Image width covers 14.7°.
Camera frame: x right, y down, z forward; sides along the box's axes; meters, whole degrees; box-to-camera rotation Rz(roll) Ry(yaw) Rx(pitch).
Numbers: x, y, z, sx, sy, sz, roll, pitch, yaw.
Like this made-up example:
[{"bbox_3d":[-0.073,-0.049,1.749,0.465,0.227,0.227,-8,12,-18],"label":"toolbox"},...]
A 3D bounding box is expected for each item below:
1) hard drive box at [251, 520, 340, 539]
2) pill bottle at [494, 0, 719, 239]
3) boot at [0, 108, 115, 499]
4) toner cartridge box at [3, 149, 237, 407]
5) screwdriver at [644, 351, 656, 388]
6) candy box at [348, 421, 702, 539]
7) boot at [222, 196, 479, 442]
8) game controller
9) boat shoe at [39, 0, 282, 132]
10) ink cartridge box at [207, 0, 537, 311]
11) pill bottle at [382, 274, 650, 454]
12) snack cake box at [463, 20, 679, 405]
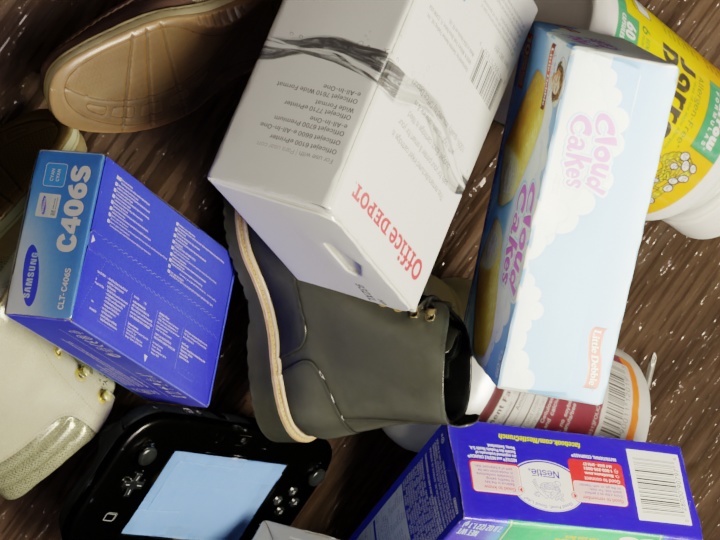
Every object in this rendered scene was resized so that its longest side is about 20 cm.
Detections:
[{"bbox_3d":[0.003,0.264,1.727,0.201,0.155,0.077,86,25,-43],"label":"hard drive box"},{"bbox_3d":[0.169,-0.100,1.762,0.200,0.113,0.113,34,88,-37],"label":"pill bottle"},{"bbox_3d":[-0.191,0.021,1.598,0.155,0.072,0.200,39,85,-39],"label":"boot"},{"bbox_3d":[-0.131,0.008,1.575,0.200,0.043,0.096,42,55,-65],"label":"toner cartridge box"},{"bbox_3d":[0.181,0.150,1.921,0.029,0.028,0.201,-10,116,-64],"label":"screwdriver"},{"bbox_3d":[0.092,0.181,1.759,0.168,0.077,0.200,8,144,-22],"label":"candy box"},{"bbox_3d":[0.000,0.000,1.651,0.077,0.138,0.201,-28,111,-57],"label":"boot"},{"bbox_3d":[-0.098,0.133,1.687,0.200,0.042,0.105,13,107,-53],"label":"game controller"},{"bbox_3d":[-0.106,-0.140,1.592,0.199,0.072,0.072,-28,137,-29],"label":"boat shoe"},{"bbox_3d":[0.010,-0.100,1.564,0.201,0.083,0.145,-68,153,-15],"label":"ink cartridge box"},{"bbox_3d":[0.079,0.072,1.768,0.199,0.114,0.115,25,94,-37],"label":"pill bottle"},{"bbox_3d":[0.118,-0.035,1.619,0.067,0.115,0.201,10,100,-10],"label":"snack cake box"}]
